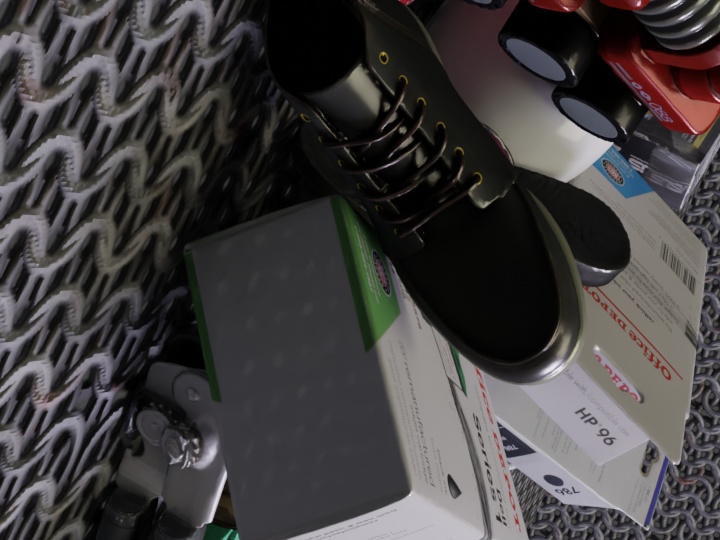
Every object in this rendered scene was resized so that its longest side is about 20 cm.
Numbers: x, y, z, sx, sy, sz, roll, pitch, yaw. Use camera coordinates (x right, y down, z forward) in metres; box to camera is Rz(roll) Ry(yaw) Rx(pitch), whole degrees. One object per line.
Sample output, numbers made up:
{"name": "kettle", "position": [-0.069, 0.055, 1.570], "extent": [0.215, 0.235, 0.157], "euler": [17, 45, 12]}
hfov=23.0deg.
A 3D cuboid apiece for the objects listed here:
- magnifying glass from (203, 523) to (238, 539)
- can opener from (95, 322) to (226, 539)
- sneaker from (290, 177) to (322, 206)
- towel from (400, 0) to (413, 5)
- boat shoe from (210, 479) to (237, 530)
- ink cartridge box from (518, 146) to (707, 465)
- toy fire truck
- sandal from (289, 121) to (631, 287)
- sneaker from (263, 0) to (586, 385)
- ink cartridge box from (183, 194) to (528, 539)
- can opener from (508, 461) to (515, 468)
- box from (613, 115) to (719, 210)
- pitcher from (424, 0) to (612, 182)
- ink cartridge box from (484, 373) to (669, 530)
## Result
{"name": "magnifying glass", "position": [-0.076, 0.151, 1.065], "extent": [0.200, 0.022, 0.080], "euler": [-57, 165, -25]}
{"name": "can opener", "position": [-0.096, 0.122, 0.867], "extent": [0.066, 0.053, 0.200], "euler": [-41, 155, -59]}
{"name": "sneaker", "position": [0.000, 0.000, 0.955], "extent": [0.082, 0.070, 0.200], "euler": [-65, 165, 2]}
{"name": "towel", "position": [0.062, -0.208, 0.894], "extent": [0.200, 0.022, 0.145], "euler": [-41, 156, -57]}
{"name": "boat shoe", "position": [-0.032, 0.076, 0.977], "extent": [0.200, 0.072, 0.068], "euler": [-30, 147, -62]}
{"name": "ink cartridge box", "position": [0.128, 0.023, 0.989], "extent": [0.068, 0.116, 0.200], "euler": [-34, -160, 32]}
{"name": "toy fire truck", "position": [0.143, -0.113, 0.804], "extent": [0.176, 0.200, 0.129], "euler": [41, 78, -38]}
{"name": "sandal", "position": [0.058, -0.048, 0.886], "extent": [0.048, 0.200, 0.075], "euler": [-50, -143, 38]}
{"name": "sneaker", "position": [0.020, -0.038, 0.756], "extent": [0.075, 0.200, 0.106], "euler": [-35, 165, 14]}
{"name": "ink cartridge box", "position": [0.004, 0.070, 0.840], "extent": [0.200, 0.084, 0.146], "euler": [39, 34, -63]}
{"name": "can opener", "position": [0.120, 0.097, 1.134], "extent": [0.200, 0.053, 0.066], "euler": [-8, 102, -42]}
{"name": "box", "position": [0.178, -0.146, 1.143], "extent": [0.200, 0.161, 0.049], "euler": [-53, 163, -39]}
{"name": "pitcher", "position": [0.105, -0.139, 1.002], "extent": [0.200, 0.121, 0.172], "euler": [-49, -155, -11]}
{"name": "ink cartridge box", "position": [0.109, 0.069, 1.069], "extent": [0.039, 0.200, 0.099], "euler": [-22, -144, 50]}
